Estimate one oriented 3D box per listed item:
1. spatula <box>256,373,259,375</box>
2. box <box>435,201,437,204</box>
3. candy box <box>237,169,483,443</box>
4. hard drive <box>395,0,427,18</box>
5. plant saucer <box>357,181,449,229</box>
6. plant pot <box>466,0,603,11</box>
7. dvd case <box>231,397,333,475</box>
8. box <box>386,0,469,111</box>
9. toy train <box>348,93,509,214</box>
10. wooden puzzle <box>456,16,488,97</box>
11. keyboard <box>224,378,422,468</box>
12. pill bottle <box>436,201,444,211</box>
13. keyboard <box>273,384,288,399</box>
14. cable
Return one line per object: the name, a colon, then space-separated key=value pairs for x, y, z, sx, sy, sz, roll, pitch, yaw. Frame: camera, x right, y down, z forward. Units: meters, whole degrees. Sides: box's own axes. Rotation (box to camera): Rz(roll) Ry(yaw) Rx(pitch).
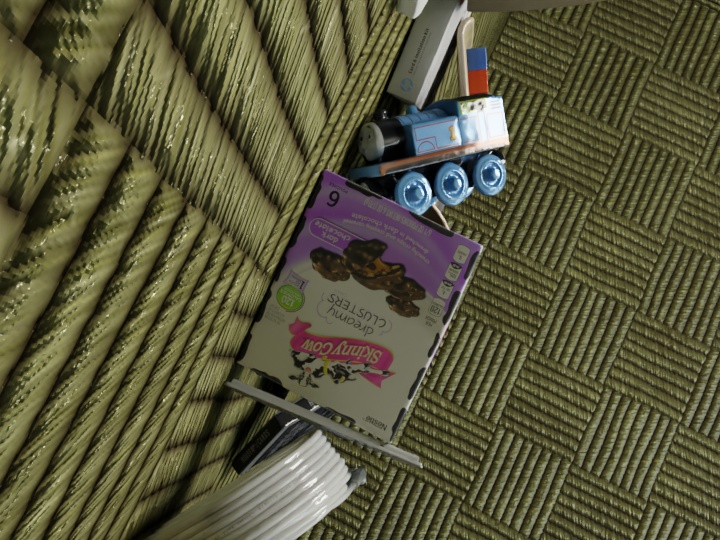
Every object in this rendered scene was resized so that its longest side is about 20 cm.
spatula: x=-0.031 y=0.068 z=0.746 sx=0.198 sy=0.021 sz=0.057 roll=-31 pitch=-170 yaw=22
box: x=0.037 y=-0.076 z=0.912 sx=0.202 sy=0.094 sz=0.078 roll=-61 pitch=-170 yaw=-22
candy box: x=0.001 y=0.033 z=0.672 sx=0.072 sy=0.166 sz=0.203 roll=16 pitch=100 yaw=-85
hard drive: x=0.079 y=-0.324 z=0.562 sx=0.201 sy=0.026 sz=0.133 roll=106 pitch=10 yaw=-63
plant saucer: x=0.032 y=-0.007 z=0.827 sx=0.029 sy=0.199 sz=0.202 roll=-12 pitch=-135 yaw=57
plant pot: x=0.221 y=-0.349 z=0.708 sx=0.187 sy=0.196 sz=0.191 roll=11 pitch=90 yaw=-82
dvd case: x=-0.067 y=0.190 z=0.933 sx=0.199 sy=0.025 sz=0.151 roll=-25 pitch=161 yaw=-45
box: x=0.090 y=-0.276 z=0.850 sx=0.200 sy=0.041 sz=0.158 roll=-51 pitch=164 yaw=-76
toy train: x=0.078 y=-0.127 z=0.771 sx=0.086 sy=0.197 sz=0.116 roll=3 pitch=-73 yaw=61
wooden puzzle: x=0.150 y=-0.213 z=0.926 sx=0.185 sy=0.045 sz=0.204 roll=-40 pitch=130 yaw=-80
keyboard: x=-0.035 y=0.147 z=0.663 sx=0.056 sy=0.197 sz=0.011 roll=102 pitch=11 yaw=-69
pill bottle: x=0.087 y=-0.130 z=1.123 sx=0.114 sy=0.112 sz=0.203 roll=84 pitch=32 yaw=-81
keyboard: x=-0.070 y=0.109 z=1.068 sx=0.202 sy=0.039 sz=0.104 roll=-63 pitch=174 yaw=-13
cable: x=-0.101 y=0.220 z=0.631 sx=0.198 sy=0.070 sz=0.200 roll=-33 pitch=170 yaw=8
